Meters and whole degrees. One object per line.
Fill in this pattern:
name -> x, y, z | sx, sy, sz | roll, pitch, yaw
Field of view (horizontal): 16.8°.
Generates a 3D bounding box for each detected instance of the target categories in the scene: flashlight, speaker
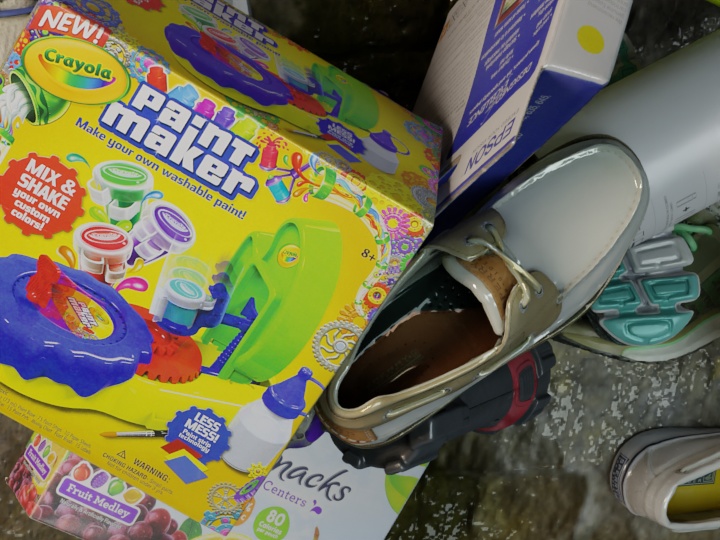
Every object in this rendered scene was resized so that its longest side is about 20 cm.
flashlight -> 0.041, 0.066, 1.294 | 0.068, 0.068, 0.200 | -49, 165, 22
speaker -> 0.178, -0.076, 1.251 | 0.199, 0.081, 0.081 | -28, 119, -10

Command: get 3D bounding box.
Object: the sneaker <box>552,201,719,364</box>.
sneaker -> 0.187, -0.005, 1.403 | 0.199, 0.077, 0.089 | -15, 105, -27

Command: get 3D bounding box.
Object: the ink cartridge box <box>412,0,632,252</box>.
ink cartridge box -> 0.071, -0.089, 1.192 | 0.047, 0.198, 0.201 | 26, 58, -14

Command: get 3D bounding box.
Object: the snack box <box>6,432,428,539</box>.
snack box -> -0.070, 0.101, 1.326 | 0.200, 0.053, 0.143 | 27, 94, -31

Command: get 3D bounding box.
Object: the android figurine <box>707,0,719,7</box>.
android figurine -> 0.180, -0.231, 1.282 | 0.199, 0.041, 0.183 | 25, 69, -19

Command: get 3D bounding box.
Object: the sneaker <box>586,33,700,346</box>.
sneaker -> 0.124, -0.048, 1.329 | 0.077, 0.091, 0.201 | -10, 77, -5

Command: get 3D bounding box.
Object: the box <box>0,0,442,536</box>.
box -> -0.095, -0.021, 1.141 | 0.199, 0.122, 0.193 | 29, 113, -9

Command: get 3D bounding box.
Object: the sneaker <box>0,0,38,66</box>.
sneaker -> -0.177, -0.167, 1.154 | 0.075, 0.088, 0.201 | -20, 118, -19

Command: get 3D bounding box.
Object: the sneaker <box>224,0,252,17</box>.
sneaker -> -0.123, -0.073, 1.225 | 0.092, 0.076, 0.201 | 18, 100, -25

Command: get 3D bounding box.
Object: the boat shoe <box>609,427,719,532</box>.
boat shoe -> 0.257, 0.124, 1.468 | 0.201, 0.086, 0.075 | -3, 111, -23

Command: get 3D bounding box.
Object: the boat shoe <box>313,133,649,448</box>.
boat shoe -> 0.061, 0.011, 1.159 | 0.200, 0.068, 0.075 | -44, 84, -3

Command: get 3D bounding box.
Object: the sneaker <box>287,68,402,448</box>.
sneaker -> 0.000, 0.000, 1.283 | 0.099, 0.069, 0.201 | 19, 76, -40
